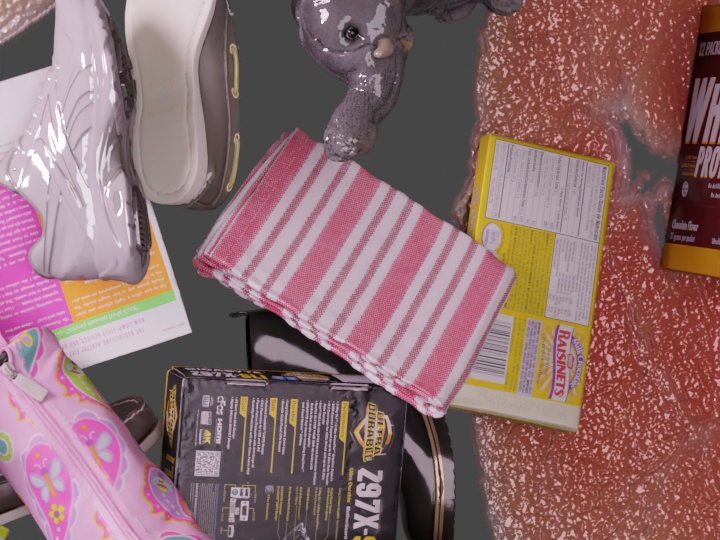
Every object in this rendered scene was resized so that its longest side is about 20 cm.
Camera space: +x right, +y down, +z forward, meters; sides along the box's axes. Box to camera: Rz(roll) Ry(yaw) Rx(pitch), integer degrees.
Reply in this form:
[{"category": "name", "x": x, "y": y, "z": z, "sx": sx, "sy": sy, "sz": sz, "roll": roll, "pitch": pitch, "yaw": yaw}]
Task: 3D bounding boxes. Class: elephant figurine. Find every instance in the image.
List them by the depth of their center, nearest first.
[{"category": "elephant figurine", "x": 0.006, "y": -0.192, "z": 1.370, "sx": 0.200, "sy": 0.155, "sz": 0.142, "roll": -34, "pitch": 124, "yaw": -19}]

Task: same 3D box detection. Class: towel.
[{"category": "towel", "x": 0.000, "y": 0.000, "z": 1.386, "sx": 0.200, "sy": 0.030, "sz": 0.147, "roll": 33, "pitch": 50, "yaw": 0}]

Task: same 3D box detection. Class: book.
[{"category": "book", "x": -0.209, "y": -0.033, "z": 1.374, "sx": 0.133, "sy": 0.048, "sz": 0.201, "roll": -18, "pitch": 97, "yaw": -13}]

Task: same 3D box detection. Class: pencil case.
[{"category": "pencil case", "x": -0.179, "y": 0.127, "z": 1.293, "sx": 0.087, "sy": 0.087, "sz": 0.200, "roll": -36, "pitch": 73, "yaw": -10}]

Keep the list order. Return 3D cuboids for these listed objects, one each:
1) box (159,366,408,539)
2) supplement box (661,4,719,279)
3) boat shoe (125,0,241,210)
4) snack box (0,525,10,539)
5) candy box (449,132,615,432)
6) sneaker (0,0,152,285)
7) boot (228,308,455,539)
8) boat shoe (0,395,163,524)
[{"category": "box", "x": -0.056, "y": 0.169, "z": 1.358, "sx": 0.159, "sy": 0.049, "sz": 0.201, "roll": 3, "pitch": 94, "yaw": -20}, {"category": "supplement box", "x": 0.348, "y": -0.081, "z": 1.478, "sx": 0.196, "sy": 0.133, "sz": 0.201, "roll": 9, "pitch": 92, "yaw": -15}, {"category": "boat shoe", "x": -0.116, "y": -0.141, "z": 1.383, "sx": 0.060, "sy": 0.072, "sz": 0.203, "roll": 14, "pitch": 73, "yaw": -57}, {"category": "snack box", "x": -0.294, "y": 0.239, "z": 1.268, "sx": 0.053, "sy": 0.200, "sz": 0.143, "roll": 29, "pitch": 56, "yaw": -15}, {"category": "candy box", "x": 0.121, "y": 0.009, "z": 1.459, "sx": 0.102, "sy": 0.026, "sz": 0.201, "roll": 13, "pitch": 79, "yaw": -19}, {"category": "sneaker", "x": -0.195, "y": -0.087, "z": 1.322, "sx": 0.099, "sy": 0.078, "sz": 0.201, "roll": -6, "pitch": 83, "yaw": 4}, {"category": "boot", "x": -0.011, "y": 0.110, "z": 1.432, "sx": 0.138, "sy": 0.077, "sz": 0.201, "roll": -9, "pitch": 85, "yaw": -9}, {"category": "boat shoe", "x": -0.230, "y": 0.131, "z": 1.368, "sx": 0.199, "sy": 0.072, "sz": 0.060, "roll": -26, "pitch": 103, "yaw": -6}]
